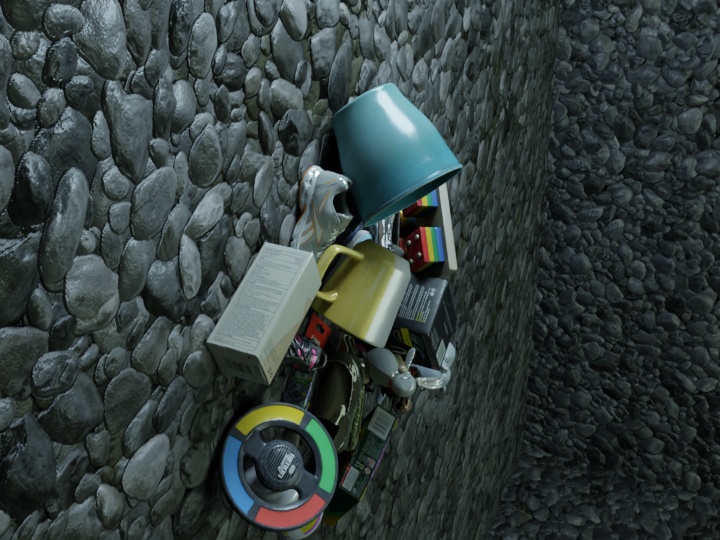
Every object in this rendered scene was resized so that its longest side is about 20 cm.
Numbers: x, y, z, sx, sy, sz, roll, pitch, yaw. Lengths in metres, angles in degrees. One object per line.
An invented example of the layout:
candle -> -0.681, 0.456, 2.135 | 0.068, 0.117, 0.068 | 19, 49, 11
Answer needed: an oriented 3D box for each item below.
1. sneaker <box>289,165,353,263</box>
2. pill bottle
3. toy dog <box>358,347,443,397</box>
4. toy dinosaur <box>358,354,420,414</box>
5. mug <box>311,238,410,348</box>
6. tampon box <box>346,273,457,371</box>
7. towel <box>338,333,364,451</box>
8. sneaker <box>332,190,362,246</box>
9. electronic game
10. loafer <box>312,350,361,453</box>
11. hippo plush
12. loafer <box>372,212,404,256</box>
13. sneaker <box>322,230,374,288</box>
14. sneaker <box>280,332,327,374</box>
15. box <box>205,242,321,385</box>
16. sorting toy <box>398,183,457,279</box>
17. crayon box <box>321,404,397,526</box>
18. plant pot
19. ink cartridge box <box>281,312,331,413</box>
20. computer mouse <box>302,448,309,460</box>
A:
sneaker -> -0.061, -0.069, 1.408 | 0.076, 0.090, 0.204 | -20, 120, -65
pill bottle -> -0.134, 0.380, 1.432 | 0.201, 0.102, 0.105 | 71, 37, -53
toy dog -> 0.055, 0.172, 1.577 | 0.130, 0.198, 0.098 | -10, 97, -37
toy dinosaur -> 0.059, 0.215, 1.764 | 0.201, 0.133, 0.104 | -90, 167, -60
mug -> 0.009, 0.030, 1.441 | 0.155, 0.148, 0.186 | -60, 167, 2
tampon box -> 0.077, 0.094, 1.689 | 0.151, 0.197, 0.128 | 66, 41, -53
towel -> -0.025, 0.237, 1.615 | 0.150, 0.036, 0.202 | -103, -165, -47
sneaker -> -0.011, -0.106, 1.548 | 0.079, 0.074, 0.201 | 82, 30, -47
electronic game -> -0.128, 0.308, 1.321 | 0.042, 0.198, 0.202 | -46, -165, 57
loafer -> -0.046, 0.244, 1.488 | 0.070, 0.074, 0.204 | -31, 129, -66
hippo plush -> 0.135, 0.203, 1.940 | 0.161, 0.158, 0.202 | 77, 32, -47
loafer -> 0.059, -0.050, 1.644 | 0.072, 0.062, 0.204 | 67, 15, -64
sneaker -> 0.000, 0.000, 1.608 | 0.075, 0.081, 0.201 | 82, 27, -42
sneaker -> -0.110, 0.131, 1.395 | 0.200, 0.082, 0.078 | 22, 80, -68
box -> -0.142, 0.062, 1.271 | 0.078, 0.093, 0.202 | 76, 34, -48
sorting toy -> 0.110, -0.070, 1.710 | 0.199, 0.068, 0.204 | 144, -57, -62
crayon box -> -0.014, 0.398, 1.702 | 0.201, 0.058, 0.173 | -60, -176, -39
plant pot -> 0.048, -0.209, 1.444 | 0.190, 0.198, 0.200 | 61, 26, 2
ink cartridge box -> -0.083, 0.192, 1.537 | 0.109, 0.050, 0.203 | 50, 55, -62
computer mouse -> -0.103, 0.328, 1.592 | 0.202, 0.034, 0.059 | -61, 169, -28
